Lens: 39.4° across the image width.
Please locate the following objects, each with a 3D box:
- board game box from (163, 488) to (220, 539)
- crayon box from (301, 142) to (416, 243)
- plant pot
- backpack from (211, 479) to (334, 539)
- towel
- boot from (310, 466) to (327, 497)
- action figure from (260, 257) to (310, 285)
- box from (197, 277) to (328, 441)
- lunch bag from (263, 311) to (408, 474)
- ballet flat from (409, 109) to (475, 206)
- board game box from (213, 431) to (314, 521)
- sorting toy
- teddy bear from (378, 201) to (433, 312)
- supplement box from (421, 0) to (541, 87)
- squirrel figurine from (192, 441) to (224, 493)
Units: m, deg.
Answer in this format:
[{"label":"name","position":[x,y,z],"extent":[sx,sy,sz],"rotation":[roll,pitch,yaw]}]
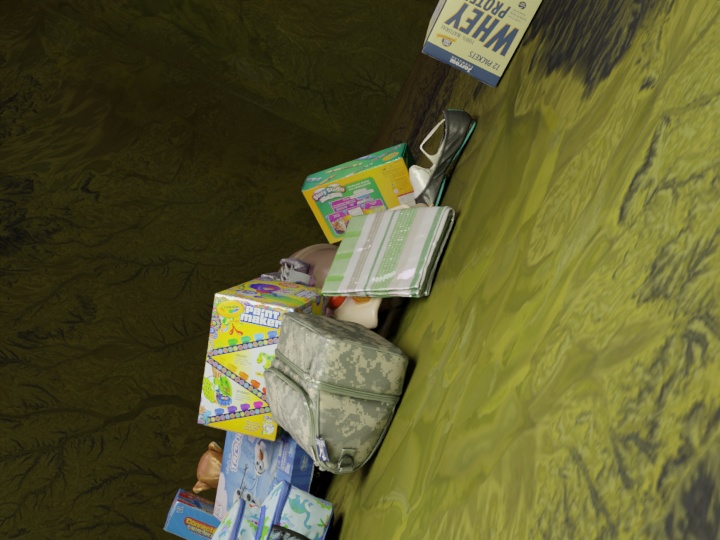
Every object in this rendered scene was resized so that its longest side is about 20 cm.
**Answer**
[{"label":"board game box","position":[-0.254,0.471,1.834],"extent":[0.196,0.199,0.056],"rotation":[148,145,-79]},{"label":"crayon box","position":[0.011,-0.134,1.768],"extent":[0.199,0.119,0.058],"rotation":[-16,30,21]},{"label":"plant pot","position":[-0.030,0.037,1.776],"extent":[0.174,0.200,0.201],"rotation":[-22,40,55]},{"label":"backpack","position":[-0.121,0.370,1.271],"extent":[0.183,0.146,0.200],"rotation":[-58,6,41]},{"label":"towel","position":[0.040,-0.024,1.474],"extent":[0.199,0.031,0.150],"rotation":[-3,56,45]},{"label":"boot","position":[-0.066,0.275,1.546],"extent":[0.154,0.073,0.204],"rotation":[-54,14,53]},{"label":"action figure","position":[-0.118,0.081,1.677],"extent":[0.130,0.069,0.201],"rotation":[-50,39,43]},{"label":"box","position":[-0.139,0.124,1.496],"extent":[0.200,0.121,0.194],"rotation":[-24,-56,-76]},{"label":"lunch bag","position":[-0.041,0.157,1.312],"extent":[0.200,0.139,0.169],"rotation":[23,100,64]},{"label":"ballet flat","position":[0.122,-0.176,1.671],"extent":[0.068,0.068,0.201],"rotation":[-138,72,-84]},{"label":"board game box","position":[-0.149,0.320,1.535],"extent":[0.199,0.043,0.201],"rotation":[21,104,53]},{"label":"sorting toy","position":[0.000,0.000,1.565],"extent":[0.185,0.036,0.201],"rotation":[-16,51,59]},{"label":"teddy bear","position":[0.070,-0.017,1.571],"extent":[0.201,0.067,0.145],"rotation":[-65,21,-7]},{"label":"supplement box","position":[0.207,-0.440,1.635],"extent":[0.200,0.134,0.201],"rotation":[-75,11,-60]},{"label":"squirrel figurine","position":[-0.197,0.373,1.766],"extent":[0.200,0.186,0.142],"rotation":[-162,96,-84]}]
